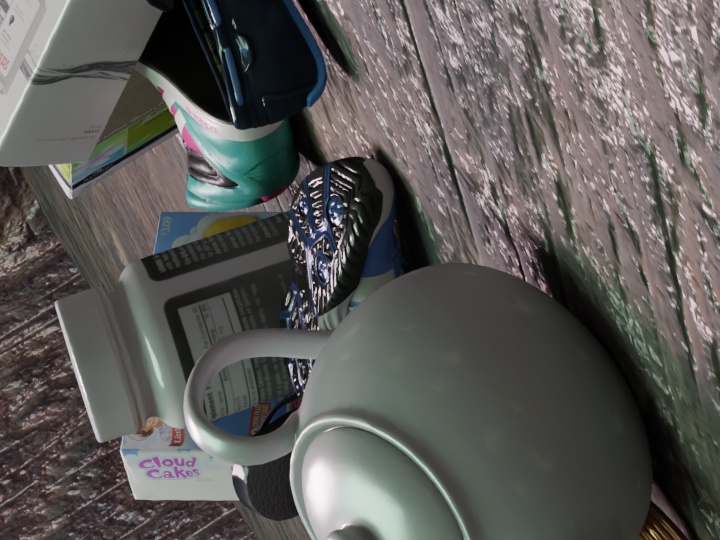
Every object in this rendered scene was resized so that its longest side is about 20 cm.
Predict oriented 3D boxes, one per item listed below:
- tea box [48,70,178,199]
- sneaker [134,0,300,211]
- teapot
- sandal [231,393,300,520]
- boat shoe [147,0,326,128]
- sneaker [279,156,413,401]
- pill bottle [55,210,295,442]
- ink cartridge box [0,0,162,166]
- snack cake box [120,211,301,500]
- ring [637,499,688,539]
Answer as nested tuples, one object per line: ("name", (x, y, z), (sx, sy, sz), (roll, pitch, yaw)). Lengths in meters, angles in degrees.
("tea box", (-0.209, -0.183, 1.925), (0.201, 0.133, 0.197), (58, 172, 3))
("sneaker", (-0.101, -0.107, 1.766), (0.200, 0.083, 0.121), (49, 157, 45))
("teapot", (0.033, 0.101, 1.293), (0.199, 0.146, 0.198), (-17, 104, 53))
("sandal", (-0.028, 0.107, 1.725), (0.043, 0.200, 0.077), (25, 115, 25))
("boat shoe", (-0.094, -0.173, 1.483), (0.201, 0.068, 0.084), (57, 171, 16))
("sneaker", (0.000, 0.000, 1.591), (0.201, 0.076, 0.076), (103, 149, -52))
("pill bottle", (-0.089, 0.035, 1.705), (0.114, 0.199, 0.115), (162, 90, -82))
("ink cartridge box", (-0.204, -0.186, 1.710), (0.147, 0.082, 0.201), (54, 130, 30))
("snack cake box", (-0.093, 0.057, 1.818), (0.067, 0.114, 0.201), (79, -166, -54))
("ring", (0.119, 0.171, 1.394), (0.200, 0.019, 0.202), (26, 134, 29))
